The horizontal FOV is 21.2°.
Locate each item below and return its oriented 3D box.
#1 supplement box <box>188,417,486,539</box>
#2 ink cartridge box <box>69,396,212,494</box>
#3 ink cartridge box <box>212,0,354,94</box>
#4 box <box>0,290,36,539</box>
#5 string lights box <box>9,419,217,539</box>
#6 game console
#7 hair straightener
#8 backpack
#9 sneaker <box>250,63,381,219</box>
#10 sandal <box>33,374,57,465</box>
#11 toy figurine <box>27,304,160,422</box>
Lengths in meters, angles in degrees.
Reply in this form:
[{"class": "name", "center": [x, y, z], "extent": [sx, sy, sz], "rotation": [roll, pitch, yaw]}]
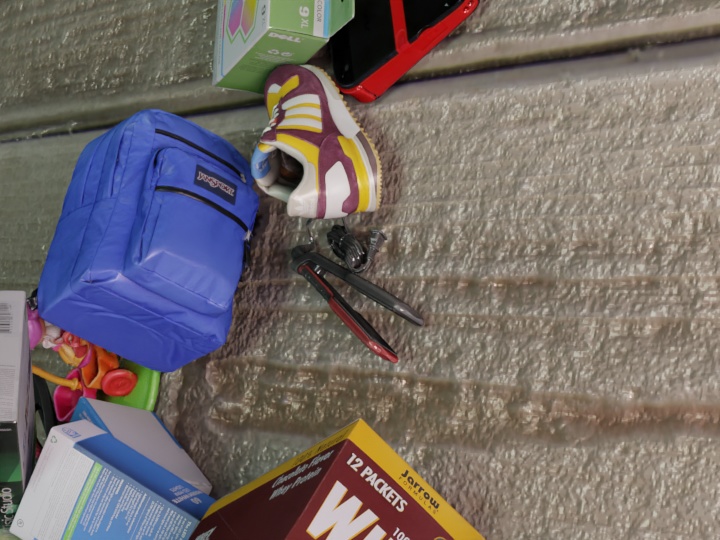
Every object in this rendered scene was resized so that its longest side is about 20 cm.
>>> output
[{"class": "supplement box", "center": [-0.052, 0.244, 1.342], "extent": [0.197, 0.133, 0.200], "rotation": [-34, 16, 45]}, {"class": "ink cartridge box", "center": [-0.231, 0.238, 1.726], "extent": [0.146, 0.086, 0.201], "rotation": [43, 113, 52]}, {"class": "ink cartridge box", "center": [-0.068, -0.234, 1.653], "extent": [0.200, 0.059, 0.104], "rotation": [148, 127, -63]}, {"class": "box", "center": [-0.303, 0.136, 1.654], "extent": [0.200, 0.036, 0.145], "rotation": [94, 173, -47]}, {"class": "string lights box", "center": [-0.184, 0.218, 1.595], "extent": [0.200, 0.059, 0.103], "rotation": [29, 104, 18]}, {"class": "game console", "center": [0.032, -0.255, 1.591], "extent": [0.177, 0.031, 0.201], "rotation": [-35, 51, 41]}, {"class": "hair straightener", "center": [0.000, 0.000, 1.538], "extent": [0.077, 0.041, 0.200], "rotation": [-53, 31, 5]}, {"class": "backpack", "center": [-0.168, -0.038, 1.683], "extent": [0.168, 0.162, 0.201], "rotation": [-25, 45, 42]}, {"class": "sneaker", "center": [-0.056, -0.110, 1.587], "extent": [0.200, 0.090, 0.075], "rotation": [-129, 35, -50]}, {"class": "sandal", "center": [-0.315, 0.182, 1.883], "extent": [0.075, 0.045, 0.200], "rotation": [91, 166, -53]}, {"class": "toy figurine", "center": [-0.289, 0.077, 1.784], "extent": [0.200, 0.184, 0.150], "rotation": [-50, 41, 32]}]
